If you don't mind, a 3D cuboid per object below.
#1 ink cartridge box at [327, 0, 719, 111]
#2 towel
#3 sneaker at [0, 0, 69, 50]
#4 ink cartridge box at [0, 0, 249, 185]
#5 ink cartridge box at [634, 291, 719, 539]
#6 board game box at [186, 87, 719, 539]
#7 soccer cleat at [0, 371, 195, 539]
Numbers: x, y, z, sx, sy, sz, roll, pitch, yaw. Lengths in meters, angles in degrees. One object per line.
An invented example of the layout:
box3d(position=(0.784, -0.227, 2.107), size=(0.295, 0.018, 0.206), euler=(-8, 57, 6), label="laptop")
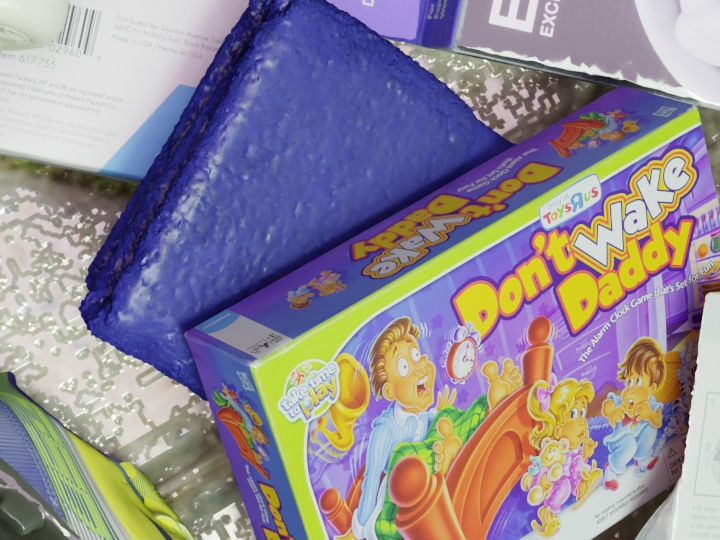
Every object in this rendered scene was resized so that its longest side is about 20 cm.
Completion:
box3d(position=(0.095, -0.172, 0.983), size=(0.199, 0.043, 0.199), euler=(11, 89, -5), label="ink cartridge box")
box3d(position=(0.000, 0.000, 0.932), size=(0.200, 0.049, 0.148), euler=(34, 82, -36), label="towel")
box3d(position=(-0.177, -0.150, 0.904), size=(0.199, 0.077, 0.112), euler=(17, 85, 32), label="sneaker")
box3d(position=(-0.075, -0.133, 0.950), size=(0.115, 0.068, 0.201), euler=(12, 90, -6), label="ink cartridge box")
box3d(position=(0.163, 0.116, 0.958), size=(0.162, 0.057, 0.201), euler=(7, 85, -35), label="ink cartridge box")
box3d(position=(0.048, 0.039, 0.908), size=(0.200, 0.045, 0.135), euler=(-30, 118, -25), label="board game box")
box3d(position=(-0.080, 0.112, 0.949), size=(0.200, 0.084, 0.065), euler=(39, 127, -4), label="soccer cleat")
